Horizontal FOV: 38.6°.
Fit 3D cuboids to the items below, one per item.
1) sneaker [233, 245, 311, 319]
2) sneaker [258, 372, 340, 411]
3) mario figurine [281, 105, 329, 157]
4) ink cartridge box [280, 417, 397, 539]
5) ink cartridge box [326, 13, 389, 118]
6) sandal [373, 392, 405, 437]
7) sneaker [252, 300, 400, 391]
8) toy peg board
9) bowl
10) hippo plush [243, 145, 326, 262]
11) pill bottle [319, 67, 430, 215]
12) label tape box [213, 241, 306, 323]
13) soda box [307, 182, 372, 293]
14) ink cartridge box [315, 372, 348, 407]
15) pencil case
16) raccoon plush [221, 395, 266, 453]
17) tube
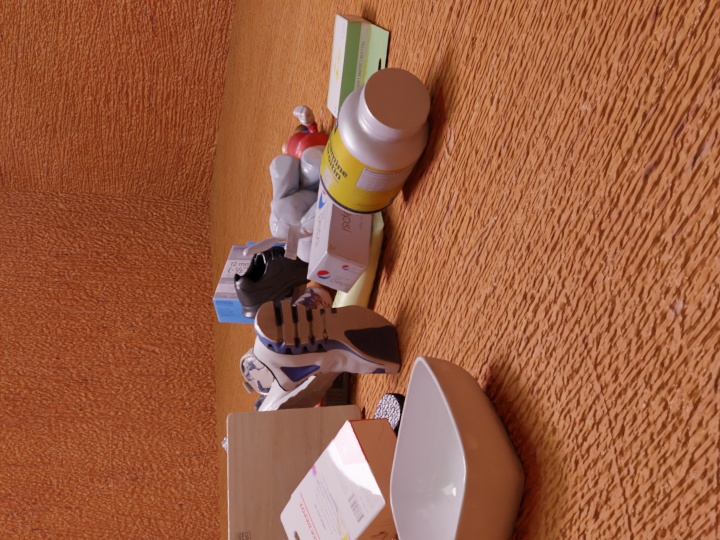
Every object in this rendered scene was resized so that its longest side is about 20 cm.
[{"bbox_3d":[-0.131,-0.009,1.711,0.075,0.200,0.092,11,136,43],"label":"sneaker"},{"bbox_3d":[-0.092,0.158,1.564,0.081,0.200,0.076,45,-175,30],"label":"sneaker"},{"bbox_3d":[-0.107,-0.215,1.798,0.125,0.105,0.200,59,179,-10],"label":"mario figurine"},{"bbox_3d":[-0.015,0.287,1.248,0.201,0.067,0.117,-55,48,34],"label":"ink cartridge box"},{"bbox_3d":[-0.008,-0.295,1.525,0.200,0.047,0.148,-117,32,-69],"label":"ink cartridge box"},{"bbox_3d":[0.030,0.252,1.291,0.075,0.047,0.203,43,118,54],"label":"sandal"},{"bbox_3d":[-0.055,0.103,1.335,0.116,0.196,0.082,122,153,-49],"label":"sneaker"},{"bbox_3d":[-0.090,0.313,1.504,0.098,0.195,0.203,83,-177,-69],"label":"toy peg board"},{"bbox_3d":[0.091,0.201,0.968,0.200,0.073,0.203,-112,26,-59],"label":"bowl"},{"bbox_3d":[-0.064,-0.077,1.616,0.161,0.157,0.203,55,-137,-59],"label":"hippo plush"},{"bbox_3d":[0.019,-0.156,1.245,0.200,0.110,0.114,120,149,-64],"label":"pill bottle"},{"bbox_3d":[-0.165,0.002,1.822,0.067,0.141,0.202,80,-163,-46],"label":"label tape box"},{"bbox_3d":[-0.024,-0.072,1.421,0.068,0.063,0.202,-52,25,45],"label":"soda box"},{"bbox_3d":[-0.062,0.202,1.681,0.200,0.049,0.165,176,96,-74],"label":"ink cartridge box"},{"bbox_3d":[-0.117,0.114,1.662,0.200,0.077,0.090,-50,-5,-42],"label":"pencil case"},{"bbox_3d":[-0.156,0.239,1.801,0.134,0.197,0.098,166,83,-84],"label":"raccoon plush"},{"bbox_3d":[0.000,0.000,1.450,0.058,0.052,0.202,37,125,28],"label":"tube"}]
